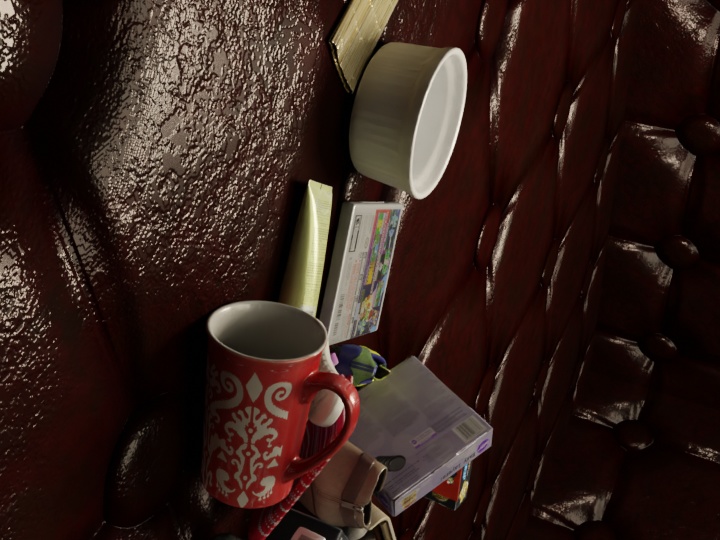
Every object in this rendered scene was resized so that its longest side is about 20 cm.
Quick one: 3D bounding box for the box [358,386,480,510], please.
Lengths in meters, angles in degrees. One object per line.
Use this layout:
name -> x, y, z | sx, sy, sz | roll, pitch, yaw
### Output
box -> 0.082, 0.270, 1.483 | 0.046, 0.199, 0.160 | -30, 132, -54

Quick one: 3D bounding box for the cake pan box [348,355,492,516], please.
cake pan box -> 0.067, 0.234, 1.365 | 0.199, 0.184, 0.053 | -31, 142, -25

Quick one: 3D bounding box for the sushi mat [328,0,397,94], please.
sushi mat -> 0.014, -0.327, 1.167 | 0.201, 0.012, 0.096 | -65, 157, -21

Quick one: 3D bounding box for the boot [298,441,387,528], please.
boot -> -0.033, 0.250, 1.269 | 0.070, 0.145, 0.202 | -26, 128, -58

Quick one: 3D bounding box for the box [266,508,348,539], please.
box -> -0.096, 0.461, 1.316 | 0.201, 0.106, 0.149 | -64, 155, -25

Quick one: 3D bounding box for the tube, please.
tube -> -0.068, -0.009, 1.151 | 0.058, 0.052, 0.202 | -161, -98, -68

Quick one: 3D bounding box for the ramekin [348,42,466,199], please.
ramekin -> 0.062, -0.204, 1.236 | 0.200, 0.097, 0.202 | 18, 90, -71

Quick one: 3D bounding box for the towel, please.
towel -> -0.074, 0.231, 1.148 | 0.200, 0.022, 0.145 | -53, -168, 19

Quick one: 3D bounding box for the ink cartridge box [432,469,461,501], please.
ink cartridge box -> 0.055, 0.294, 1.433 | 0.050, 0.199, 0.110 | -41, 141, -53

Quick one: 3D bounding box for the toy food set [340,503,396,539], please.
toy food set -> -0.018, 0.379, 1.400 | 0.060, 0.143, 0.201 | -43, 147, -23

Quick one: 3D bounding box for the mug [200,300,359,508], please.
mug -> -0.104, 0.162, 1.027 | 0.133, 0.177, 0.201 | -8, 120, -37

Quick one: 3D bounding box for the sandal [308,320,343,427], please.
sandal -> -0.049, 0.133, 1.149 | 0.083, 0.050, 0.203 | -52, -155, 16

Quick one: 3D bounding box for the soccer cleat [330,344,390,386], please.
soccer cleat -> 0.007, 0.145, 1.358 | 0.200, 0.083, 0.065 | 36, 69, -77

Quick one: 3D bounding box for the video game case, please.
video game case -> 0.000, 0.000, 1.343 | 0.182, 0.023, 0.202 | -9, 112, -66

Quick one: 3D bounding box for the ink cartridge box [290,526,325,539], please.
ink cartridge box -> -0.081, 0.453, 1.203 | 0.162, 0.050, 0.201 | -51, 144, -34

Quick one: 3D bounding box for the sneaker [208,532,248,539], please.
sneaker -> -0.154, 0.368, 1.178 | 0.201, 0.073, 0.080 | 84, 21, -55
